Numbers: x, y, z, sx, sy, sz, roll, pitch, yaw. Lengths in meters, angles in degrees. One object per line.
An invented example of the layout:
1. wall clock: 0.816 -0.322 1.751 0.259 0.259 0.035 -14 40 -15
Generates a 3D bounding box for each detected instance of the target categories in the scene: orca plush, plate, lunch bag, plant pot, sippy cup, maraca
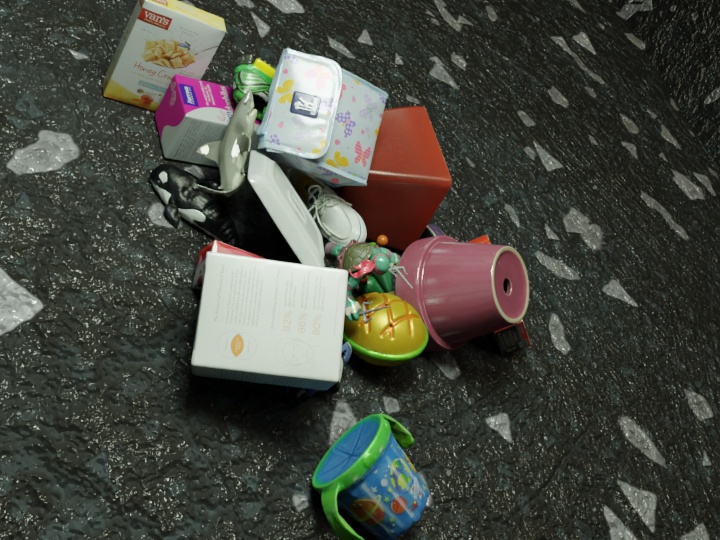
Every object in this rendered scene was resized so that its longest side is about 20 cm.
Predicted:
1. orca plush: -0.248 -0.104 1.298 0.201 0.071 0.104 53 39 11
2. plate: -0.108 -0.090 1.274 0.202 0.032 0.201 58 6 -20
3. lunch bag: -0.067 -0.247 1.351 0.197 0.126 0.174 21 80 -36
4. plant pot: 0.031 -0.177 1.530 0.172 0.201 0.203 3 51 -26
5. sippy cup: 0.022 0.294 1.134 0.178 0.139 0.131 -45 100 -14
6. plant pot: 0.185 0.034 1.413 0.198 0.176 0.206 12 75 -49
7. maraca: 0.015 0.088 1.335 0.196 0.109 0.138 19 34 12

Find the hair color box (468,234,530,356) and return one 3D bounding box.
1. hair color box: 0.260 0.047 1.579 0.111 0.063 0.204 57 15 -56

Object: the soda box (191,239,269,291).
1. soda box: -0.152 0.022 1.254 0.196 0.070 0.065 21 66 -26

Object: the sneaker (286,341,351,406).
1. sneaker: -0.099 0.128 1.209 0.197 0.081 0.117 28 38 -21

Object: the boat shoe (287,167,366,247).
1. boat shoe: -0.068 -0.117 1.426 0.203 0.075 0.086 52 11 32

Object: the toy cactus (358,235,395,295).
1. toy cactus: 0.056 0.022 1.450 0.198 0.101 0.168 3 62 -51

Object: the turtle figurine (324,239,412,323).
1. turtle figurine: 0.000 0.000 1.302 0.149 0.198 0.102 -38 116 -31

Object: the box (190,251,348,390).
1. box: -0.125 0.073 1.125 0.195 0.106 0.156 8 75 -9

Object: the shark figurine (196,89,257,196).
1. shark figurine: -0.220 -0.174 1.305 0.087 0.129 0.218 12 52 -8

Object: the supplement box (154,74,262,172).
1. supplement box: -0.241 -0.248 1.414 0.196 0.104 0.103 4 51 -38

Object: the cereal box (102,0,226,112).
1. cereal box: -0.326 -0.352 1.354 0.141 0.201 0.040 11 46 -33

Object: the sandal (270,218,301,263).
1. sandal: -0.112 -0.045 1.387 0.075 0.043 0.203 21 43 -26

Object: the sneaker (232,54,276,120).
1. sneaker: -0.141 -0.284 1.413 0.197 0.077 0.087 24 75 -34

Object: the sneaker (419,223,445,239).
1. sneaker: 0.179 -0.013 1.598 0.087 0.076 0.202 -7 60 -51
